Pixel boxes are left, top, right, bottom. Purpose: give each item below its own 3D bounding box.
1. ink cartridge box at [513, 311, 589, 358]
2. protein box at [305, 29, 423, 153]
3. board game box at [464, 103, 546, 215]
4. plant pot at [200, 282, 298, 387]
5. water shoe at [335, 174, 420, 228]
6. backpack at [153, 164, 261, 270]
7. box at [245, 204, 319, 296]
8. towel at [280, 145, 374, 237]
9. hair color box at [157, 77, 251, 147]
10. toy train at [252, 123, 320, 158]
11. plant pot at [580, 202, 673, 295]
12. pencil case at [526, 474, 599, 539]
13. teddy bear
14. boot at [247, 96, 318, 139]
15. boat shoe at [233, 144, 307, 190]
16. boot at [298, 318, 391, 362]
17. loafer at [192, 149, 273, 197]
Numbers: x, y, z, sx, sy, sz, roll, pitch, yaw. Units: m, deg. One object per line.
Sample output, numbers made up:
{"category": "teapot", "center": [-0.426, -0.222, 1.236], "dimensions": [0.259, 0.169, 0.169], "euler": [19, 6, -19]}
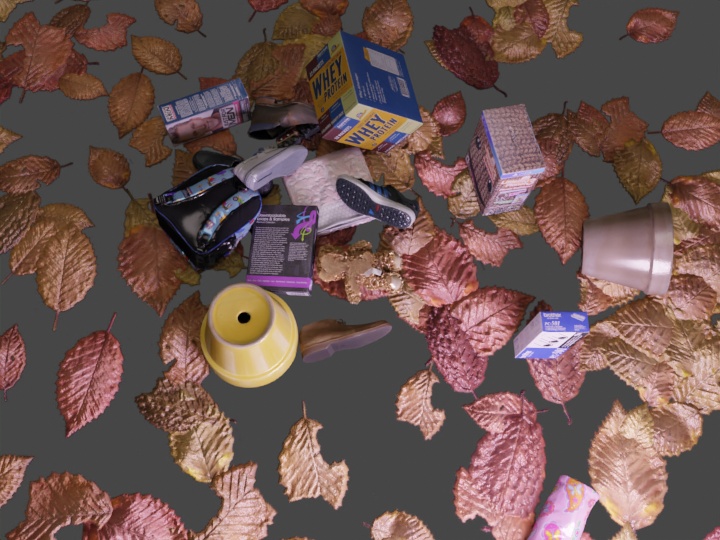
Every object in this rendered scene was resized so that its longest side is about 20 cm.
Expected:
{"category": "ink cartridge box", "center": [0.381, 0.133, 1.360], "dimensions": [0.093, 0.200, 0.045], "euler": [1, 69, -3]}
{"category": "protein box", "center": [0.008, -0.400, 1.531], "dimensions": [0.199, 0.135, 0.200], "euler": [5, 63, -41]}
{"category": "board game box", "center": [0.317, -0.241, 1.500], "dimensions": [0.096, 0.200, 0.161], "euler": [-10, 69, -7]}
{"category": "plant pot", "center": [-0.226, 0.117, 1.341], "dimensions": [0.199, 0.189, 0.202], "euler": [1, 70, -3]}
{"category": "water shoe", "center": [0.037, -0.160, 1.507], "dimensions": [0.199, 0.072, 0.079], "euler": [31, 42, 8]}
{"category": "backpack", "center": [-0.319, -0.123, 1.455], "dimensions": [0.200, 0.135, 0.183], "euler": [-40, 77, -24]}
{"category": "box", "center": [-0.169, -0.047, 1.470], "dimensions": [0.142, 0.036, 0.202], "euler": [3, 74, 9]}
{"category": "towel", "center": [-0.065, -0.182, 1.547], "dimensions": [0.199, 0.032, 0.192], "euler": [-19, 71, -11]}
{"category": "hair color box", "center": [-0.358, -0.366, 1.564], "dimensions": [0.199, 0.100, 0.061], "euler": [-22, 73, -11]}
{"category": "toy train", "center": [-0.175, -0.302, 1.584], "dimensions": [0.199, 0.034, 0.046], "euler": [-36, 60, -17]}
{"category": "plant pot", "center": [0.571, -0.048, 1.463], "dimensions": [0.172, 0.200, 0.202], "euler": [2, 68, 17]}
{"category": "pencil case", "center": [0.380, 0.497, 1.288], "dimensions": [0.087, 0.088, 0.201], "euler": [30, 71, 8]}
{"category": "teddy bear", "center": [0.000, 0.000, 1.472], "dimensions": [0.198, 0.067, 0.146], "euler": [-12, 79, -14]}
{"category": "boot", "center": [-0.172, -0.342, 1.571], "dimensions": [0.199, 0.075, 0.098], "euler": [13, 73, 25]}
{"category": "boat shoe", "center": [-0.196, -0.244, 1.479], "dimensions": [0.067, 0.074, 0.200], "euler": [37, 39, 13]}
{"category": "boot", "center": [-0.034, 0.127, 1.415], "dimensions": [0.198, 0.074, 0.076], "euler": [-15, 61, -6]}
{"category": "loafer", "center": [-0.291, -0.231, 1.532], "dimensions": [0.199, 0.070, 0.068], "euler": [23, 69, 6]}
